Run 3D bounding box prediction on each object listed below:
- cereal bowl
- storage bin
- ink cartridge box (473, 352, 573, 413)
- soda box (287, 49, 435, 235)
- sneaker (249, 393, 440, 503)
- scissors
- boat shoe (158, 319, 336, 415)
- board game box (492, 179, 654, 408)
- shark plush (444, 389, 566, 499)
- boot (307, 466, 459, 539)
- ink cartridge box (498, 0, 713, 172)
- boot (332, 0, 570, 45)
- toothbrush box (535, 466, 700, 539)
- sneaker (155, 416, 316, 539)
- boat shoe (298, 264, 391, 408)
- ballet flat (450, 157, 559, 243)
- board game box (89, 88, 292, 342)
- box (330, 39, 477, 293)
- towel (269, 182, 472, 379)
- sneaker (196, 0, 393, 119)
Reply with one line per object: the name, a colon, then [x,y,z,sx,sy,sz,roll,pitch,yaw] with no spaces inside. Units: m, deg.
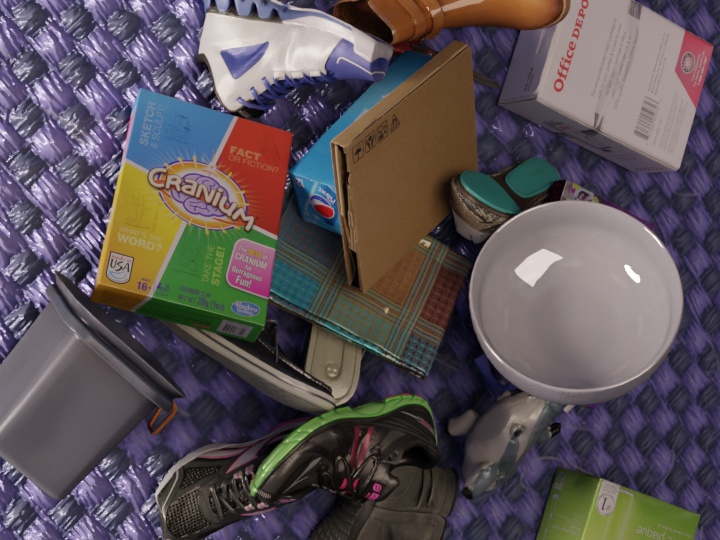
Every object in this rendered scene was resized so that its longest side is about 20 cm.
cereal bowl: [0.202,0.039,1.305,0.197,0.084,0.203,-3,61,5]
storage bin: [-0.242,0.106,1.172,0.145,0.200,0.135,44,85,-20]
ink cartridge box: [0.210,0.053,1.445,0.199,0.076,0.137,-38,104,-22]
soda box: [0.020,-0.124,1.322,0.200,0.067,0.065,-48,141,-30]
sneaker: [-0.007,0.172,1.249,0.198,0.077,0.085,-15,67,-29]
scissors: [0.056,-0.218,1.403,0.199,0.014,0.074,36,73,-23]
boat shoe: [-0.101,0.064,1.263,0.199,0.075,0.063,33,74,11]
board game box: [0.217,0.024,1.395,0.119,0.032,0.203,24,80,-26]
shark plush: [0.165,0.150,1.384,0.083,0.091,0.201,22,115,-35]
boot: [0.023,0.272,1.368,0.130,0.067,0.202,31,79,-29]
ink cartridge box: [0.261,-0.208,1.462,0.198,0.083,0.149,22,82,-25]
boot: [0.085,-0.247,1.302,0.154,0.198,0.075,-27,117,-37]
toothbrush box: [0.259,0.330,1.470,0.144,0.086,0.203,22,83,-24]
sneaker: [-0.098,0.193,1.292,0.198,0.086,0.081,-28,102,-23]
boat shoe: [-0.018,0.042,1.347,0.071,0.068,0.203,18,68,-5]
ballet flat: [0.135,-0.064,1.377,0.068,0.076,0.199,46,30,15]
board game box: [-0.148,-0.051,1.235,0.151,0.040,0.203,14,61,-15]
box: [0.046,-0.097,1.290,0.200,0.021,0.165,-43,139,-37]
towel: [0.000,0.000,1.319,0.198,0.022,0.148,27,61,-4]
sneaker: [-0.072,-0.188,1.275,0.080,0.197,0.117,0,110,-68]
